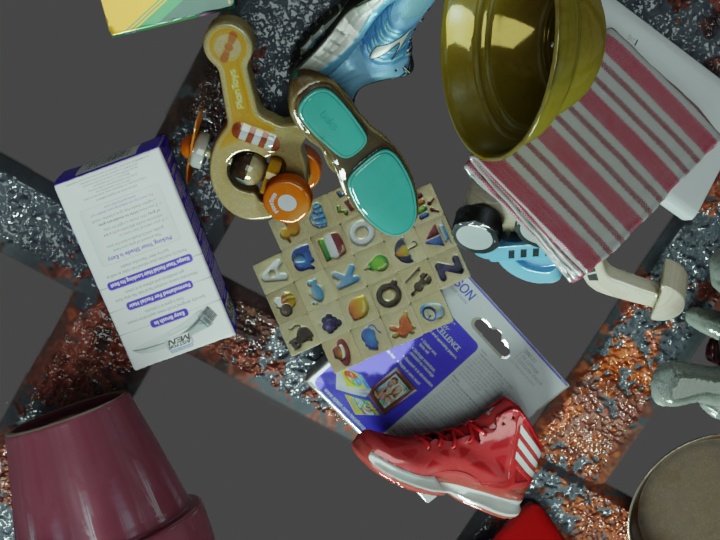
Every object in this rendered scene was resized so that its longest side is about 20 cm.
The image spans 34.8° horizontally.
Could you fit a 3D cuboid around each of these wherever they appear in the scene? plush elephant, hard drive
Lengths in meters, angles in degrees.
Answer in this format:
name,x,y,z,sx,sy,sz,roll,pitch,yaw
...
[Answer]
name,x,y,z,sx,sy,sz,roll,pitch,yaw
plush elephant,0.392,0.068,1.147,0.198,0.155,0.166,17,98,-1
hard drive,0.264,-0.157,1.085,0.199,0.026,0.133,32,81,-14

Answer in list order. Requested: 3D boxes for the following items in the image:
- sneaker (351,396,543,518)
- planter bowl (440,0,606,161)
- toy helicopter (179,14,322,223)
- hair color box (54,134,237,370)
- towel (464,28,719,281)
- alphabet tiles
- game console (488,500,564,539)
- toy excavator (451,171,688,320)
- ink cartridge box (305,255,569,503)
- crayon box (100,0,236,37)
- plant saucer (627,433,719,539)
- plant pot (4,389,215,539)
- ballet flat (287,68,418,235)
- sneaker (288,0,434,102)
name,x,y,z,sx,sy,sz,roll,pitch,yaw
sneaker,0.095,0.166,1.157,0.198,0.078,0.117,21,98,-24
planter bowl,0.144,-0.192,0.945,0.083,0.200,0.203,-3,110,-22
toy helicopter,-0.115,-0.138,1.063,0.131,0.079,0.202,-3,122,11
hair color box,-0.205,-0.017,1.117,0.108,0.065,0.202,-19,107,2
towel,0.208,-0.105,1.019,0.200,0.030,0.146,-42,86,-14
alphabet tiles,0.000,0.000,1.137,0.198,0.006,0.168,-24,92,9
game console,0.160,0.381,1.296,0.171,0.119,0.201,-22,111,37
toy excavator,0.207,-0.026,1.118,0.193,0.101,0.201,-3,141,28
ink cartridge box,0.079,0.111,1.187,0.200,0.043,0.198,-41,106,10
crayon box,-0.190,-0.322,1.019,0.117,0.058,0.202,-13,109,1
plant saucer,0.388,0.264,1.264,0.198,0.035,0.203,-1,107,-4
plant pot,-0.262,0.224,1.137,0.198,0.200,0.181,-17,94,2
ballet flat,-0.009,-0.116,1.076,0.068,0.073,0.200,-37,129,8
sneaker,0.027,-0.227,1.058,0.199,0.079,0.090,-38,121,26
